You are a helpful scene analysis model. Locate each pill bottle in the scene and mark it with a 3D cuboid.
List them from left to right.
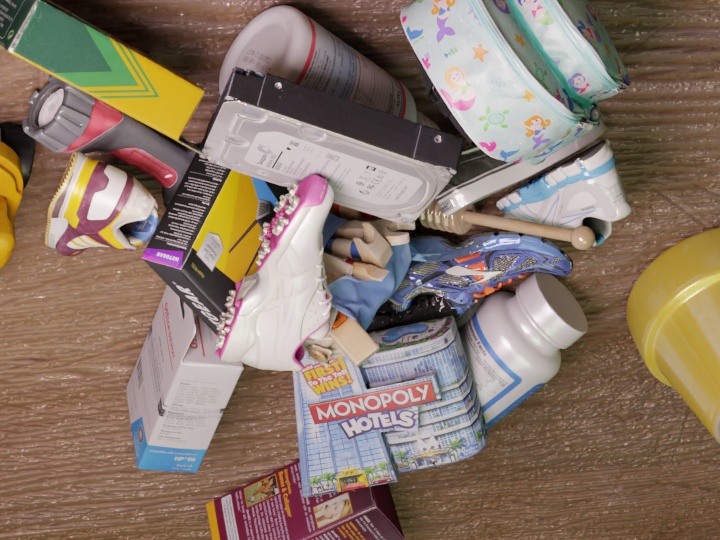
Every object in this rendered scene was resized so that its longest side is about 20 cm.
[{"bbox_3d":[-0.022,-0.144,1.509,0.109,0.109,0.200,-40,131,22],"label":"pill bottle"},{"bbox_3d":[0.141,0.093,1.783,0.200,0.112,0.112,-41,131,23],"label":"pill bottle"}]

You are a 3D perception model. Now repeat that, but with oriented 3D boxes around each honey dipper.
[{"bbox_3d":[0.140,-0.043,1.609,0.038,0.200,0.038,-16,112,-44],"label":"honey dipper"}]

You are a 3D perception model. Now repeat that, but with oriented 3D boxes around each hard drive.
[{"bbox_3d":[-0.028,-0.101,1.416,0.200,0.038,0.140,19,159,-10],"label":"hard drive"}]

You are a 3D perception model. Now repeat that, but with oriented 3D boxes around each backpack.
[{"bbox_3d":[0.128,-0.181,1.425,0.150,0.178,0.200,-35,171,26],"label":"backpack"}]

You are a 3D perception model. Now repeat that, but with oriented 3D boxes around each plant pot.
[{"bbox_3d":[0.408,0.086,1.800,0.200,0.189,0.201,-9,135,-9],"label":"plant pot"}]

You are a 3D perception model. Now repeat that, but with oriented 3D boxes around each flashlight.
[{"bbox_3d":[-0.209,-0.104,1.525,0.068,0.068,0.200,-16,144,39],"label":"flashlight"}]

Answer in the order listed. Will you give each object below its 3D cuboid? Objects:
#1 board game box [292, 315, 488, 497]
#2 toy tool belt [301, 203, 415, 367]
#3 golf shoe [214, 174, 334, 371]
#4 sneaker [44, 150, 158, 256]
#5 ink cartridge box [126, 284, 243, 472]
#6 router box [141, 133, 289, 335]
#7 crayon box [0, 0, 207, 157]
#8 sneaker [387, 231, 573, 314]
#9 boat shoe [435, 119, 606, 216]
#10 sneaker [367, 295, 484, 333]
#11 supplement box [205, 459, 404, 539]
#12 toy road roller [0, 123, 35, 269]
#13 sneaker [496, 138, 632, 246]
[{"bbox_3d":[0.010,0.120,1.709,0.199,0.062,0.200,-12,119,13],"label":"board game box"},{"bbox_3d":[0.000,0.000,1.570,0.123,0.200,0.125,15,146,27],"label":"toy tool belt"},{"bbox_3d":[-0.055,0.006,1.463,0.091,0.075,0.200,22,123,-10],"label":"golf shoe"},{"bbox_3d":[-0.227,-0.043,1.504,0.090,0.075,0.200,24,169,-4],"label":"sneaker"},{"bbox_3d":[-0.172,0.094,1.690,0.068,0.116,0.200,7,131,-23],"label":"ink cartridge box"},{"bbox_3d":[-0.108,-0.023,1.556,0.051,0.149,0.200,16,160,30],"label":"router box"},{"bbox_3d":[-0.217,-0.173,1.407,0.200,0.126,0.052,28,94,-36],"label":"crayon box"},{"bbox_3d":[0.113,0.004,1.688,0.199,0.079,0.075,-3,176,5],"label":"sneaker"},{"bbox_3d":[0.148,-0.118,1.596,0.200,0.064,0.071,-26,179,-29],"label":"boat shoe"},{"bbox_3d":[0.032,0.044,1.741,0.200,0.060,0.104,-39,134,25],"label":"sneaker"},{"bbox_3d":[-0.064,0.285,1.911,0.200,0.111,0.086,-26,135,9],"label":"supplement box"},{"bbox_3d":[-0.364,-0.039,1.484,0.123,0.146,0.200,10,129,-24],"label":"toy road roller"},{"bbox_3d":[0.196,-0.058,1.613,0.075,0.087,0.200,-32,-178,-18],"label":"sneaker"}]
